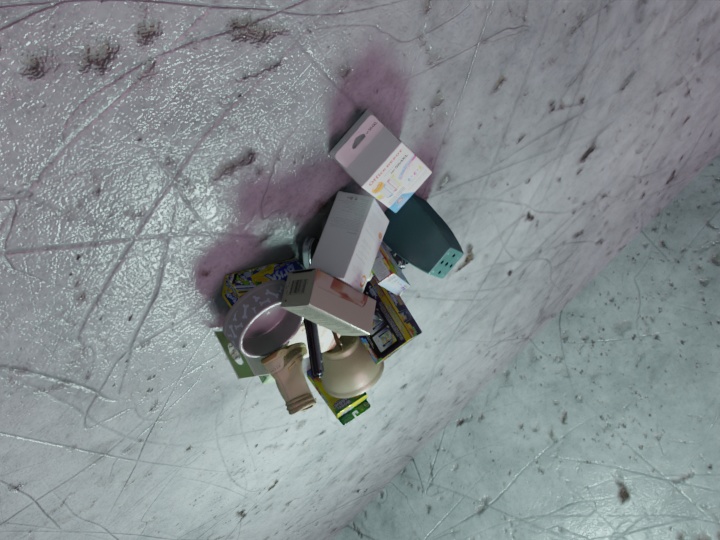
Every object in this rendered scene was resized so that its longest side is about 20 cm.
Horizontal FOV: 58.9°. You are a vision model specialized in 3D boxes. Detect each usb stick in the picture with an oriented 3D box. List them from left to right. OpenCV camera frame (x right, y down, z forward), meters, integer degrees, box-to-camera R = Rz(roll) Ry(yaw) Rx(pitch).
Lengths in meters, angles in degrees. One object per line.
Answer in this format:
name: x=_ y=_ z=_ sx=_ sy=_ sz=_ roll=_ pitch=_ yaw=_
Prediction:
usb stick: x=-0.116 y=0.156 z=1.536 sx=0.032 sy=0.203 sz=0.055 roll=-8 pitch=177 yaw=-3

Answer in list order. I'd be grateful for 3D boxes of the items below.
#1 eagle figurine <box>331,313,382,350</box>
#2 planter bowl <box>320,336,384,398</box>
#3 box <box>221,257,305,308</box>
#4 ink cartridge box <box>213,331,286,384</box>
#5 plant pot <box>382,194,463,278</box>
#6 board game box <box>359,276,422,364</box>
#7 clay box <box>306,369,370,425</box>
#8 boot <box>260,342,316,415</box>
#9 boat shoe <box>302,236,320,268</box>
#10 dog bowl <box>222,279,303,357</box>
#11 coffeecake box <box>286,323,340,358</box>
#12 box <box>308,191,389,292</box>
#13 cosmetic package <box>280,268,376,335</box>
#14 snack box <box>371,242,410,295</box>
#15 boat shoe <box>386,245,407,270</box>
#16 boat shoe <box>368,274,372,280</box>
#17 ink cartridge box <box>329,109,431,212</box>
eagle figurine: x=-0.035 y=0.091 z=1.654 sx=0.199 sy=0.150 sz=0.154 roll=-28 pitch=122 yaw=-50
planter bowl: x=-0.044 y=0.258 z=1.893 sx=0.199 sy=0.200 sz=0.136 roll=-33 pitch=122 yaw=-15
box: x=-0.216 y=0.034 z=1.482 sx=0.199 sy=0.070 sz=0.065 roll=-17 pitch=142 yaw=-38
ink cartridge box: x=-0.262 y=0.211 z=1.581 sx=0.199 sy=0.146 sz=0.048 roll=-3 pitch=140 yaw=-48
plant pot: x=0.163 y=-0.082 z=1.659 sx=0.142 sy=0.200 sz=0.141 roll=-51 pitch=150 yaw=14
board game box: x=0.055 y=0.132 z=1.768 sx=0.056 sy=0.201 sz=0.165 roll=-17 pitch=162 yaw=-50
clay box: x=-0.065 y=0.367 z=1.972 sx=0.114 sy=0.200 sz=0.048 roll=-30 pitch=149 yaw=-21
boot: x=-0.153 y=0.258 z=1.529 sx=0.072 sy=0.157 sz=0.200 roll=-30 pitch=174 yaw=12
boat shoe: x=-0.093 y=-0.006 z=1.566 sx=0.201 sy=0.067 sz=0.074 roll=87 pitch=23 yaw=-48
dog bowl: x=-0.213 y=0.117 z=1.459 sx=0.199 sy=0.059 sz=0.201 roll=-29 pitch=146 yaw=-22
coffeecake box: x=-0.141 y=0.164 z=1.742 sx=0.199 sy=0.073 sz=0.154 roll=-13 pitch=140 yaw=-41
box: x=-0.024 y=-0.061 z=1.479 sx=0.202 sy=0.097 sz=0.124 roll=-70 pitch=155 yaw=-14
cosmetic package: x=-0.069 y=0.074 z=1.430 sx=0.199 sy=0.103 sz=0.088 roll=31 pitch=63 yaw=-41
snack box: x=0.054 y=-0.021 z=1.629 sx=0.053 sy=0.143 sz=0.200 roll=-32 pitch=162 yaw=8
boat shoe: x=0.099 y=-0.030 z=1.785 sx=0.199 sy=0.068 sz=0.072 roll=-26 pitch=147 yaw=-26
boat shoe: x=0.000 y=0.000 z=1.628 sx=0.074 sy=0.069 sz=0.200 roll=-60 pitch=175 yaw=10
ink cartridge box: x=0.041 y=-0.237 z=1.383 sx=0.129 sy=0.125 sz=0.200 roll=-47 pitch=151 yaw=10
